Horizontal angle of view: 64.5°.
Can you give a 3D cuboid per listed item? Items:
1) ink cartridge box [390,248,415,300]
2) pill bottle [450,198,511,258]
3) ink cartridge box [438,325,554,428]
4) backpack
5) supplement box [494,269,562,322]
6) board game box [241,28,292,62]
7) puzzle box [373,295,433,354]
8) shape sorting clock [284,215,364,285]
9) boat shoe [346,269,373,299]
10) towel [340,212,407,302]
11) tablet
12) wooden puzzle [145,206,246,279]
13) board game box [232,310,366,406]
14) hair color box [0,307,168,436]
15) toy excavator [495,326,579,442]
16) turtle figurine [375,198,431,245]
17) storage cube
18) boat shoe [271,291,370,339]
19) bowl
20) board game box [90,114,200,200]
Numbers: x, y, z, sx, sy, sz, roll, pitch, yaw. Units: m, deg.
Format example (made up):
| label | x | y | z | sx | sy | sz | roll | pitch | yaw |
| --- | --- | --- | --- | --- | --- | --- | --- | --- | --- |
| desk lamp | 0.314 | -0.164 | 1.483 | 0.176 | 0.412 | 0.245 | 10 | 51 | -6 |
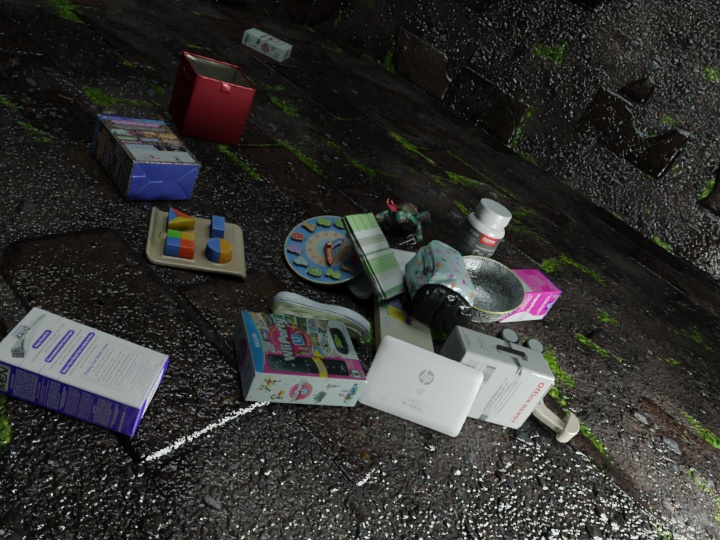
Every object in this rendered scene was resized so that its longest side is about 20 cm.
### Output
| label | x | y | z | sx | sy | sz | roll | pitch | yaw |
| --- | --- | --- | --- | --- | --- | --- | --- | --- | --- |
| ink cartridge box | 0.112 | 0.035 | 1.377 | 0.198 | 0.044 | 0.175 | 9 | 59 | -29 |
| pill bottle | 0.330 | -0.090 | 1.593 | 0.113 | 0.201 | 0.114 | 20 | 29 | -12 |
| ink cartridge box | 0.244 | 0.208 | 1.098 | 0.198 | 0.145 | 0.084 | 18 | 29 | -16 |
| backpack | 0.174 | 0.032 | 1.277 | 0.166 | 0.126 | 0.201 | 34 | 30 | -27 |
| supplement box | 0.426 | 0.065 | 1.526 | 0.199 | 0.102 | 0.104 | 0 | 39 | -38 |
| board game box | -0.433 | -1.049 | 2.654 | 0.198 | 0.065 | 0.148 | 24 | 30 | -3 |
| puzzle box | 0.091 | 0.131 | 1.207 | 0.132 | 0.026 | 0.201 | 26 | 28 | -14 |
| shape sorting clock | -0.073 | -0.051 | 1.291 | 0.198 | 0.039 | 0.202 | 4 | 53 | -6 |
| boat shoe | 0.000 | 0.000 | 1.319 | 0.057 | 0.068 | 0.201 | 55 | 10 | -41 |
| towel | 0.032 | -0.033 | 1.271 | 0.201 | 0.031 | 0.149 | 64 | 25 | 6 |
| tablet | 0.107 | 0.206 | 1.010 | 0.198 | 0.131 | 0.014 | 22 | 6 | -10 |
| wooden puzzle | -0.329 | -0.067 | 1.169 | 0.198 | 0.047 | 0.186 | 13 | 31 | -24 |
| board game box | -0.106 | 0.150 | 0.973 | 0.198 | 0.065 | 0.148 | 9 | 33 | -28 |
| hair color box | -0.381 | 0.137 | 0.780 | 0.198 | 0.065 | 0.110 | 24 | 29 | -10 |
| toy excavator | 0.354 | 0.246 | 1.202 | 0.193 | 0.100 | 0.201 | 20 | 42 | -8 |
| turtle figurine | 0.127 | -0.146 | 1.632 | 0.149 | 0.101 | 0.200 | 36 | 24 | 16 |
| storage cube | -0.425 | -0.486 | 1.630 | 0.199 | 0.181 | 0.171 | 4 | 36 | -37 |
| boat shoe | -0.078 | 0.102 | 1.101 | 0.198 | 0.072 | 0.062 | 17 | 54 | -10 |
| bowl | 0.294 | 0.063 | 1.406 | 0.199 | 0.095 | 0.202 | 8 | 41 | -7 |
| board game box | -0.485 | -0.253 | 1.287 | 0.159 | 0.097 | 0.200 | -7 | 44 | -46 |
